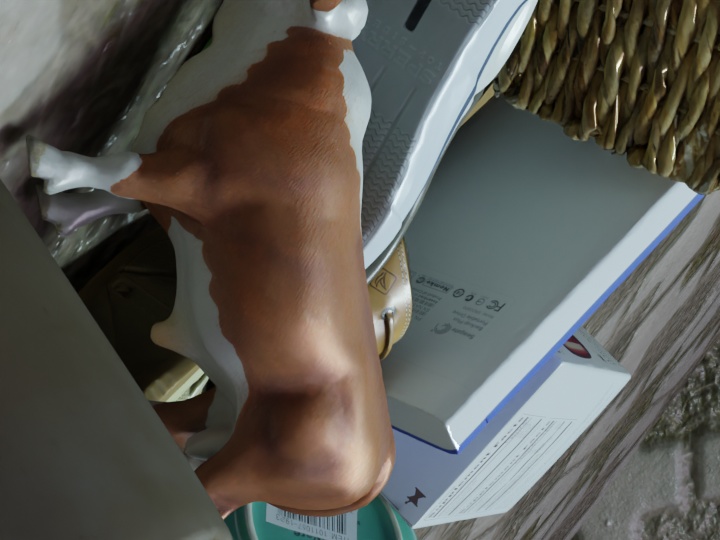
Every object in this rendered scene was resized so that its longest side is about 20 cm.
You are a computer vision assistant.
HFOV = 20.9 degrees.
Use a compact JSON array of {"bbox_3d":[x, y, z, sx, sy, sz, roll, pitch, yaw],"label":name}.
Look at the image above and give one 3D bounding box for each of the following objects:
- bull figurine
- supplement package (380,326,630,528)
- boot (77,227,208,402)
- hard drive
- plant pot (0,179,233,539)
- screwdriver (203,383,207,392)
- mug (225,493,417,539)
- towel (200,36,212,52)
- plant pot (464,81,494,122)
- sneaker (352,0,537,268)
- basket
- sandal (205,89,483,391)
[{"bbox_3d":[-0.044,-0.008,0.656,0.120,0.202,0.065,-10,-173,-8],"label":"bull figurine"},{"bbox_3d":[0.051,0.054,1.012,0.110,0.114,0.200,-48,165,8],"label":"supplement package"},{"bbox_3d":[-0.125,0.086,0.750,0.200,0.073,0.156,-44,165,-41],"label":"boot"},{"bbox_3d":[0.059,-0.011,0.868,0.200,0.132,0.025,-44,130,-24],"label":"hard drive"},{"bbox_3d":[-0.131,0.051,0.451,0.200,0.173,0.200,-45,164,-17],"label":"plant pot"},{"bbox_3d":[-0.070,0.032,0.889,0.028,0.029,0.200,-43,168,-27],"label":"screwdriver"},{"bbox_3d":[-0.053,0.156,0.935,0.185,0.152,0.114,-31,168,-47],"label":"mug"},{"bbox_3d":[0.009,-0.106,0.774,0.150,0.031,0.200,-56,164,13],"label":"towel"},{"bbox_3d":[0.070,-0.077,1.030,0.200,0.027,0.200,-46,164,-17],"label":"plant pot"},{"bbox_3d":[0.013,-0.062,0.719,0.200,0.073,0.071,-52,164,15],"label":"sneaker"},{"bbox_3d":[0.156,-0.154,0.803,0.149,0.142,0.201,-46,153,-40],"label":"basket"},{"bbox_3d":[0.000,0.000,0.796,0.201,0.054,0.082,-58,-159,4],"label":"sandal"}]
